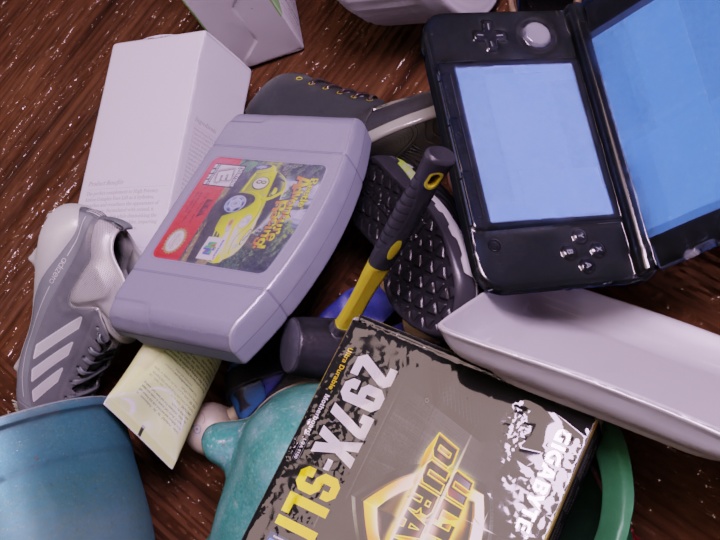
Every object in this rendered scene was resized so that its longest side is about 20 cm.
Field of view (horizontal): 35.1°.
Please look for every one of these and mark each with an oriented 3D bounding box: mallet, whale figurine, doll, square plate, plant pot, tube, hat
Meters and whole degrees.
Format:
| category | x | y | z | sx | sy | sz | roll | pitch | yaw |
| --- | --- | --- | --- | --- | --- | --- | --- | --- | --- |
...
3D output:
| category | x | y | z | sx | sy | sz | roll | pitch | yaw |
| --- | --- | --- | --- | --- | --- | --- | --- | --- | --- |
| mallet | 0.000 | 0.000 | 0.702 | 0.066 | 0.200 | 0.041 | 1 | 47 | -18 |
| whale figurine | -0.052 | 0.166 | 0.755 | 0.200 | 0.104 | 0.159 | -44 | 88 | 10 |
| doll | -0.044 | 0.073 | 0.831 | 0.200 | 0.048 | 0.137 | -34 | 62 | 11 |
| square plate | 0.161 | 0.056 | 0.680 | 0.198 | 0.200 | 0.029 | 20 | 106 | 17 |
| plant pot | -0.222 | 0.211 | 0.766 | 0.200 | 0.200 | 0.188 | -27 | 76 | 8 |
| tube | -0.120 | 0.039 | 0.833 | 0.058 | 0.052 | 0.200 | 24 | 55 | -2 |
| hat | 0.156 | 0.197 | 0.722 | 0.166 | 0.176 | 0.200 | -39 | 34 | 27 |

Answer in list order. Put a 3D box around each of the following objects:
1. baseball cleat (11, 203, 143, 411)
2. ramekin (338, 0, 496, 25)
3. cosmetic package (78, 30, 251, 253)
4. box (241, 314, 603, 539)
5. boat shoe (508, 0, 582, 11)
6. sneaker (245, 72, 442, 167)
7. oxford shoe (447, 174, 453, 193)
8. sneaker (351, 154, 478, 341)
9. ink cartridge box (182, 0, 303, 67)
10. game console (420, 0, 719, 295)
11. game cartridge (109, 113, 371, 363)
| category | x | y | z | sx | sy | sz | roll | pitch | yaw |
| --- | --- | --- | --- | --- | --- | --- | --- | --- | --- |
| baseball cleat | -0.202 | 0.054 | 0.841 | 0.106 | 0.070 | 0.201 | 18 | 115 | 25 |
| ramekin | 0.031 | -0.282 | 0.874 | 0.094 | 0.202 | 0.203 | -6 | 66 | 31 |
| cosmetic package | -0.160 | -0.083 | 0.911 | 0.101 | 0.074 | 0.201 | 1 | 72 | 31 |
| box | 0.027 | 0.145 | 0.648 | 0.159 | 0.049 | 0.200 | 22 | 75 | 22 |
| boat shoe | 0.146 | -0.228 | 0.868 | 0.072 | 0.072 | 0.201 | -4 | 69 | 8 |
| sneaker | -0.002 | -0.122 | 0.881 | 0.199 | 0.075 | 0.107 | -20 | 63 | 13 |
| oxford shoe | 0.153 | -0.100 | 0.803 | 0.200 | 0.074 | 0.071 | -37 | 101 | 11 |
| sneaker | 0.057 | -0.022 | 0.788 | 0.072 | 0.083 | 0.200 | -61 | 29 | 25 |
| ink cartridge box | -0.110 | -0.288 | 0.966 | 0.067 | 0.117 | 0.201 | -17 | 64 | 12 |
| game console | 0.146 | -0.101 | 0.700 | 0.170 | 0.118 | 0.201 | -5 | 68 | -16 |
| game cartridge | -0.076 | -0.030 | 0.792 | 0.133 | 0.041 | 0.200 | 9 | 57 | 31 |
